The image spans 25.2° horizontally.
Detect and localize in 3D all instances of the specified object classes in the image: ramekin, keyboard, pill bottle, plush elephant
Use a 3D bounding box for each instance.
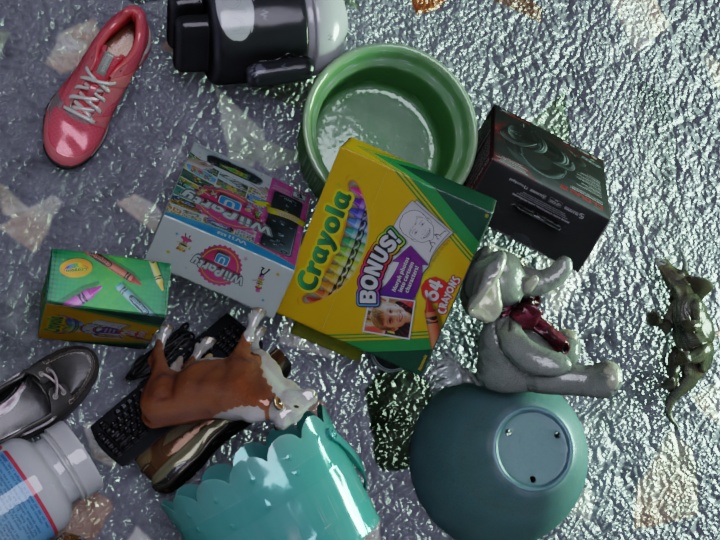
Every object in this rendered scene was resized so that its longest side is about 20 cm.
[{"bbox_3d":[0.024,-0.146,1.811,0.199,0.098,0.201,3,78,-13],"label":"ramekin"},{"bbox_3d":[-0.206,0.112,1.704,0.200,0.040,0.104,-40,46,-18],"label":"keyboard"},{"bbox_3d":[-0.366,0.241,1.632,0.200,0.109,0.109,-33,88,-17],"label":"pill bottle"},{"bbox_3d":[0.169,0.044,1.721,0.199,0.165,0.155,-1,103,-5],"label":"plush elephant"}]

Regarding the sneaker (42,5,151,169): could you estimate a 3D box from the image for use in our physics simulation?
[{"bbox_3d":[-0.290,-0.207,1.754,0.074,0.087,0.201,26,74,-6],"label":"sneaker"}]

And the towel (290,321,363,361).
[{"bbox_3d":[0.000,0.000,1.759,0.086,0.018,0.200,24,112,-4],"label":"towel"}]

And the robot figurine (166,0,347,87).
[{"bbox_3d":[-0.113,-0.269,1.793,0.199,0.125,0.151,-7,86,-15],"label":"robot figurine"}]

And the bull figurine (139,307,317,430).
[{"bbox_3d":[-0.136,0.109,1.630,0.199,0.065,0.122,-7,57,24],"label":"bull figurine"}]

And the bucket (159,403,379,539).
[{"bbox_3d":[-0.087,0.243,1.652,0.207,0.207,0.135,-31,91,-17],"label":"bucket"}]

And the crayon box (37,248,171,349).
[{"bbox_3d":[-0.266,0.032,1.651,0.118,0.200,0.059,7,77,-12],"label":"crayon box"}]

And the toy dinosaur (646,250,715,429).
[{"bbox_3d":[0.382,0.082,1.860,0.102,0.077,0.201,-16,97,-49],"label":"toy dinosaur"}]

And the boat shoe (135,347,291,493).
[{"bbox_3d":[-0.161,0.148,1.720,0.074,0.076,0.200,44,69,12],"label":"boat shoe"}]

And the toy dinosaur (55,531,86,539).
[{"bbox_3d":[-0.263,0.365,1.644,0.200,0.102,0.136,40,54,19],"label":"toy dinosaur"}]

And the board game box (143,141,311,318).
[{"bbox_3d":[-0.136,-0.046,1.705,0.147,0.200,0.064,24,116,-8],"label":"board game box"}]

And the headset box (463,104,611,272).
[{"bbox_3d":[0.194,-0.091,1.790,0.148,0.200,0.077,27,113,-6],"label":"headset box"}]

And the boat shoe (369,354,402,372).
[{"bbox_3d":[0.076,0.025,1.810,0.068,0.057,0.200,30,74,-6],"label":"boat shoe"}]

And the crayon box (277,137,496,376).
[{"bbox_3d":[0.026,-0.014,1.703,0.172,0.058,0.201,23,110,1],"label":"crayon box"}]

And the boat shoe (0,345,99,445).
[{"bbox_3d":[-0.355,0.145,1.681,0.200,0.057,0.067,-35,88,-17],"label":"boat shoe"}]

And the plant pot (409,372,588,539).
[{"bbox_3d":[0.167,0.201,1.755,0.199,0.135,0.201,3,78,-13],"label":"plant pot"}]
